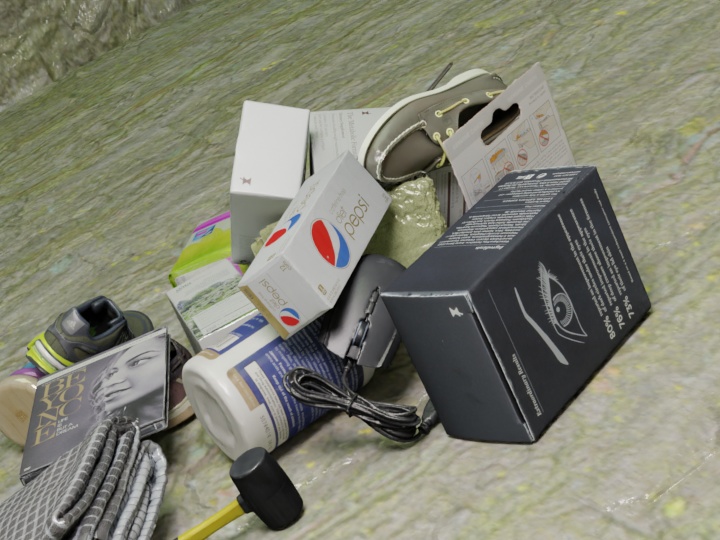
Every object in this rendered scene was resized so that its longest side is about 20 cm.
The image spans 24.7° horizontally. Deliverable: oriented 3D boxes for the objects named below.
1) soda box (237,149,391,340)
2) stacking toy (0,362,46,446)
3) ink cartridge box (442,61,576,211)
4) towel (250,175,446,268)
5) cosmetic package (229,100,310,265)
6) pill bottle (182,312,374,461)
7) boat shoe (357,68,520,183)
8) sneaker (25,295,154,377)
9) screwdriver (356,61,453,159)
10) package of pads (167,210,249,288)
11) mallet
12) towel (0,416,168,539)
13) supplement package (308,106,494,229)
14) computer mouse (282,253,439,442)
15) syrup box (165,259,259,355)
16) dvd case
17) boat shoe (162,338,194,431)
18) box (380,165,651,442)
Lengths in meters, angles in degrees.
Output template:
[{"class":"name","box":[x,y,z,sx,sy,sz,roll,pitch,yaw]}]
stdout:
[{"class":"soda box","box":[-0.039,-0.026,1.487,0.063,0.068,0.200,-34,15,32]},{"class":"stacking toy","box":[-0.327,0.111,1.815,0.085,0.086,0.200,-15,19,25]},{"class":"ink cartridge box","box":[0.141,-0.065,1.510,0.050,0.201,0.161,-3,30,46]},{"class":"towel","box":[0.000,0.000,1.609,0.198,0.150,0.036,-20,1,15]},{"class":"cosmetic package","box":[-0.094,-0.083,1.694,0.070,0.103,0.200,7,-20,-1]},{"class":"pill bottle","box":[-0.057,0.082,1.517,0.199,0.112,0.111,-33,22,-24]},{"class":"boat shoe","box":[0.080,-0.136,1.600,0.060,0.073,0.201,29,46,34]},{"class":"sneaker","box":[-0.274,0.068,1.775,0.081,0.074,0.200,-48,-11,20]},{"class":"screwdriver","box":[0.042,-0.144,1.638,0.028,0.029,0.200,25,51,19]},{"class":"package of pads","box":[-0.116,-0.029,1.907,0.198,0.069,0.155,-20,21,18]},{"class":"mallet","box":[-0.147,0.217,1.370,0.198,0.066,0.041,-27,22,-1]},{"class":"towel","box":[-0.258,0.227,1.399,0.165,0.086,0.200,-37,17,19]},{"class":"supplement package","box":[0.048,-0.095,1.692,0.197,0.110,0.114,-4,40,-4]},{"class":"computer mouse","box":[0.029,0.058,1.446,0.139,0.046,0.201,25,45,5]},{"class":"syrup box","box":[-0.137,0.061,1.702,0.078,0.082,0.200,-27,19,-8]},{"class":"dvd case","box":[-0.255,0.127,1.600,0.147,0.016,0.200,-23,23,4]},{"class":"boat shoe","box":[-0.209,0.101,1.715,0.071,0.065,0.200,-26,21,-1]},{"class":"box","box":[0.134,0.025,1.380,0.104,0.149,0.200,-1,31,47]}]
